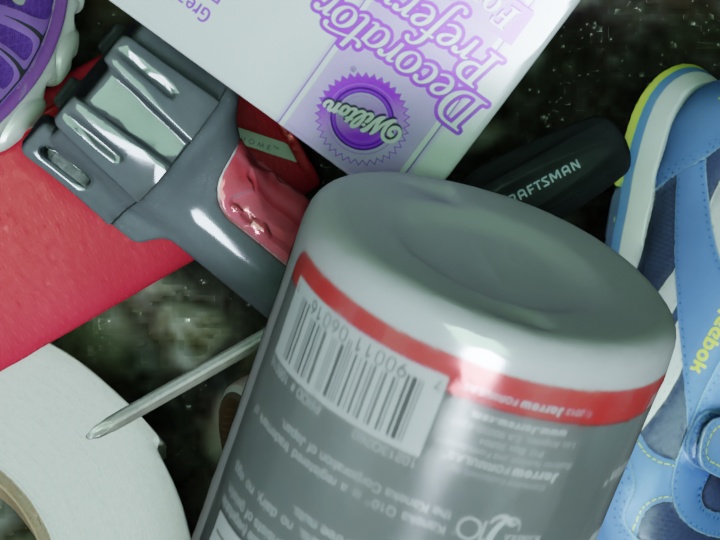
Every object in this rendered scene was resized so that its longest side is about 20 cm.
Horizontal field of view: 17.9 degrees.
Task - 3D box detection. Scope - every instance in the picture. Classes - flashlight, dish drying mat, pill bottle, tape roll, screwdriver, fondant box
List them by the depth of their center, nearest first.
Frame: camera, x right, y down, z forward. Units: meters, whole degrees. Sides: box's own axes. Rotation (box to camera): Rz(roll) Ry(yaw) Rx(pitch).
[{"bbox_3d":[0.008,0.083,0.684,0.113,0.114,0.201,19,111,-3],"label":"pill bottle"},{"bbox_3d":[0.019,-0.138,0.692,0.144,0.058,0.200,36,113,-3],"label":"fondant box"},{"bbox_3d":[0.000,0.000,0.718,0.199,0.028,0.029,-25,121,-19],"label":"screwdriver"},{"bbox_3d":[-0.010,-0.008,0.758,0.200,0.068,0.068,41,137,-14],"label":"flashlight"},{"bbox_3d":[-0.152,0.112,0.765,0.201,0.037,0.204,1,74,-3],"label":"tape roll"},{"bbox_3d":[-0.115,-0.014,0.767,0.199,0.018,0.077,-30,98,-14],"label":"dish drying mat"}]

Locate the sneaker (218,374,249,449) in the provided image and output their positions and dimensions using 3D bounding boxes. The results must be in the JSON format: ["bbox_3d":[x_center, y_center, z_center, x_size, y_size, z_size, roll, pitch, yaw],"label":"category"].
[{"bbox_3d":[0.031,0.108,0.800,0.085,0.073,0.200,-36,88,-30],"label":"sneaker"}]

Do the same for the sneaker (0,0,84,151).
[{"bbox_3d":[-0.149,-0.063,0.722,0.080,0.084,0.201,14,59,13],"label":"sneaker"}]

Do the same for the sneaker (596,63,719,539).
[{"bbox_3d":[0.119,0.030,0.743,0.082,0.074,0.201,5,82,35],"label":"sneaker"}]
